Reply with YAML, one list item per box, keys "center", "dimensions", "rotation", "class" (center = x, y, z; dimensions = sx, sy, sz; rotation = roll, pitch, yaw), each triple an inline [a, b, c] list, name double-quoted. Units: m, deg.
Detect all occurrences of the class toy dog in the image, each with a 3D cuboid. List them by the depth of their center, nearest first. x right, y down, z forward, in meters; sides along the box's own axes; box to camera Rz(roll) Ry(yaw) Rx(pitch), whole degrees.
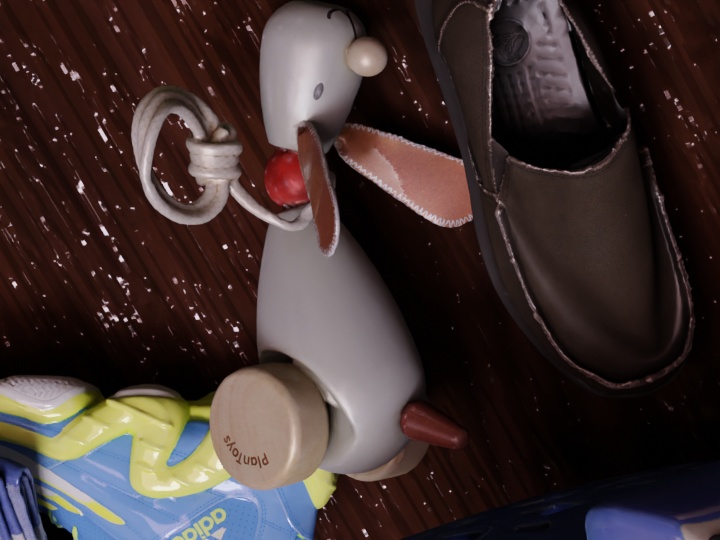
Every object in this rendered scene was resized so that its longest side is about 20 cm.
- center: [0.000, 0.000, 1.059]
  dimensions: [0.096, 0.132, 0.200]
  rotation: [2, 116, 37]
  class: "toy dog"

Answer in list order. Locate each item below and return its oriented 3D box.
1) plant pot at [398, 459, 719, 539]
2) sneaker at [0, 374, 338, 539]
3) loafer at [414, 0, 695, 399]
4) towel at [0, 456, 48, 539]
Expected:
- center: [0.125, 0.168, 1.003]
  dimensions: [0.180, 0.200, 0.200]
  rotation: [-26, 79, 45]
  class: "plant pot"
- center: [-0.107, 0.099, 1.150]
  dimensions: [0.200, 0.076, 0.105]
  rotation: [0, 84, 16]
  class: "sneaker"
- center: [0.076, -0.035, 1.040]
  dimensions: [0.073, 0.071, 0.200]
  rotation: [-27, 105, -4]
  class: "loafer"
- center: [-0.189, 0.130, 1.187]
  dimensions: [0.147, 0.024, 0.200]
  rotation: [16, 142, 23]
  class: "towel"
